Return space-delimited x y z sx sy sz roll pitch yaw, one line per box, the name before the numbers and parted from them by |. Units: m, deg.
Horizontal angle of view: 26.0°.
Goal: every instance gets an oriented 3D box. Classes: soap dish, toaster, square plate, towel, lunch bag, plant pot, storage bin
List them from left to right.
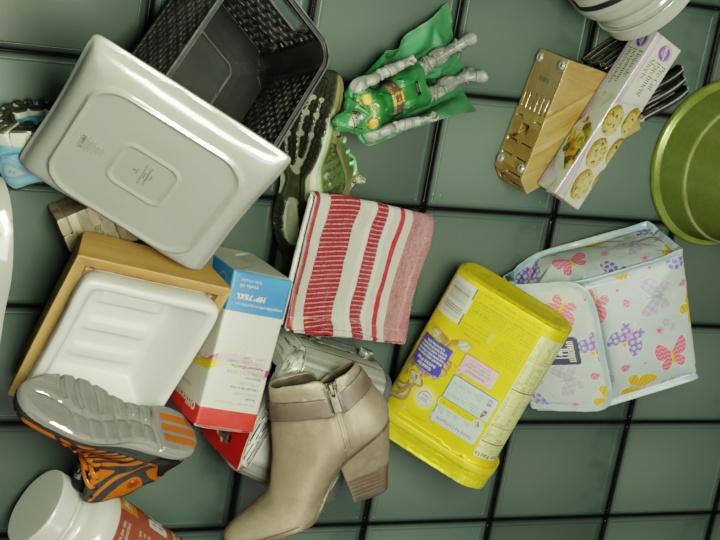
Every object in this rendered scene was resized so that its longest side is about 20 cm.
soap dish | -0.235 0.057 1.509 0.156 0.082 0.201 13 130 -27
square plate | -0.189 -0.091 1.378 0.197 0.029 0.200 31 138 -13
storage bin | -0.132 -0.176 1.448 0.135 0.093 0.201 50 52 -30
toaster | -0.068 0.156 1.643 0.129 0.114 0.201 25 99 -26
towel | 0.000 0.000 1.610 0.199 0.023 0.145 9 96 -52
lunch bag | 0.265 0.061 1.752 0.198 0.127 0.171 -14 113 -6
plant pot | 0.458 -0.096 1.742 0.198 0.190 0.202 -8 111 -21

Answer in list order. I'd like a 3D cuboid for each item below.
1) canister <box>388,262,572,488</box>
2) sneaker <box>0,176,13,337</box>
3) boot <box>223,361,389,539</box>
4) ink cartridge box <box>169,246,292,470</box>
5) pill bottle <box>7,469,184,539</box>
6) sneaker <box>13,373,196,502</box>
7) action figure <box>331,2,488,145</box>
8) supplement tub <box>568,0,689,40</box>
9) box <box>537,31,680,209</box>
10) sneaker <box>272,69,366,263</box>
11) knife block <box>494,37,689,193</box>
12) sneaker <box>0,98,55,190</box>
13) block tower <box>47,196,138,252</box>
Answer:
canister | 0.121 0.111 1.685 0.148 0.087 0.201 31 105 9
sneaker | -0.392 0.008 1.461 0.115 0.074 0.202 2 109 -28
boot | -0.063 0.178 1.561 0.199 0.070 0.147 -21 109 -9
ink cartridge box | -0.142 0.085 1.571 0.067 0.116 0.202 11 99 -28
pill bottle | -0.259 0.291 1.603 0.112 0.112 0.200 -49 121 -1
sneaker | -0.264 0.172 1.506 0.199 0.078 0.112 24 125 -35
action figure | 0.045 -0.180 1.567 0.199 0.054 0.119 -32 109 -35
supplement tub | 0.242 -0.344 1.581 0.200 0.140 0.141 41 89 -31
box | 0.260 -0.160 1.641 0.041 0.039 0.201 31 94 -32
sneaker | -0.034 -0.108 1.594 0.088 0.077 0.202 -9 117 -41
knife block | 0.259 -0.166 1.698 0.174 0.064 0.201 16 101 -28
sneaker | -0.253 -0.116 1.491 0.198 0.079 0.091 -4 127 -18
block tower | -0.201 -0.075 1.528 0.199 0.058 0.054 -25 117 -12
